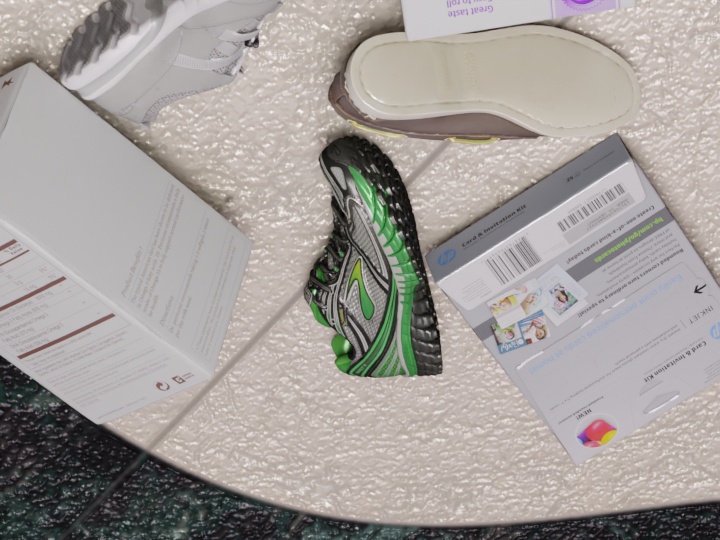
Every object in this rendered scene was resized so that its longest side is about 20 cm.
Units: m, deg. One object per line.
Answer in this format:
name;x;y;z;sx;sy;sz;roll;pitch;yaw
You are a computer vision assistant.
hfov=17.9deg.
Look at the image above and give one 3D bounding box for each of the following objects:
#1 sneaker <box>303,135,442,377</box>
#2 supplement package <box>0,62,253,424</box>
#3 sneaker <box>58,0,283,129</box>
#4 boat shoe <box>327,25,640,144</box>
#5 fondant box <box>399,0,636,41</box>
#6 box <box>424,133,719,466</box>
sneaker;0.000;0.000;1.516;0.085;0.078;0.200;-11;127;3
supplement package;-0.186;-0.013;1.445;0.117;0.117;0.200;-23;128;40
sneaker;-0.089;-0.156;1.403;0.200;0.075;0.082;-28;131;28
boat shoe;0.078;-0.114;1.450;0.200;0.072;0.060;0;169;-21
fondant box;0.084;-0.243;1.356;0.144;0.058;0.200;-9;128;1
box;0.161;0.024;1.563;0.156;0.041;0.200;-33;122;10
